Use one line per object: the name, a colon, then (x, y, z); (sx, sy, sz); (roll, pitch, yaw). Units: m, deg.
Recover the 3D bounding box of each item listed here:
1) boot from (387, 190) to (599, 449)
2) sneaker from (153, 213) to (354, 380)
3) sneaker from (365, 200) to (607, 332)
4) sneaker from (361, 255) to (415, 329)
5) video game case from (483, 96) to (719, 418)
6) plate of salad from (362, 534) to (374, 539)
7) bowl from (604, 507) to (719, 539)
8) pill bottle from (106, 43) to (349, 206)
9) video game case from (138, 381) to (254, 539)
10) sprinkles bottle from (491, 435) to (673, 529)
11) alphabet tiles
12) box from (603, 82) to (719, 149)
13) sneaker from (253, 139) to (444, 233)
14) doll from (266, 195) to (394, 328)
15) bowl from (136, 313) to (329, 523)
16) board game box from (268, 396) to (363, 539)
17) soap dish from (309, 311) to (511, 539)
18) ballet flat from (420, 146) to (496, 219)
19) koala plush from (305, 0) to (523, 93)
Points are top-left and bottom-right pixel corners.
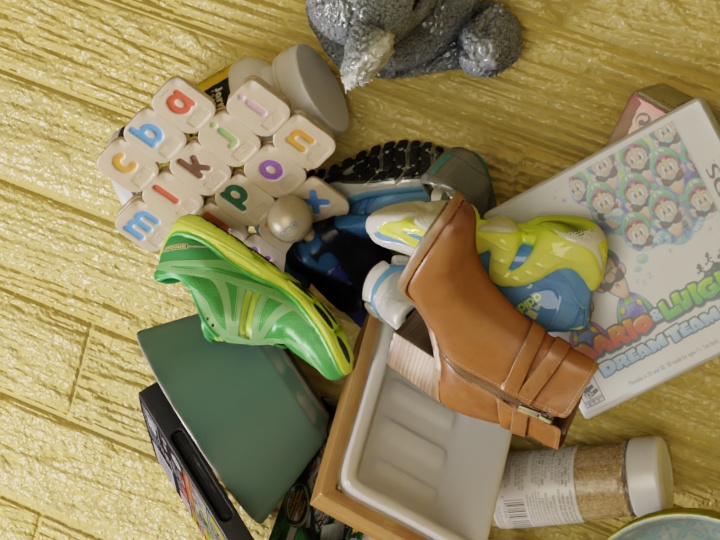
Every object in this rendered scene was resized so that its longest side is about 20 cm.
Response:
boot: (0.106, 0.039, 1.394); (0.154, 0.074, 0.201); (27, 144, 15)
sneaker: (-0.088, 0.035, 1.575); (0.199, 0.074, 0.084); (36, 93, 17)
sneaker: (0.093, 0.006, 1.460); (0.198, 0.076, 0.106); (8, 106, 28)
sneaker: (0.099, 0.054, 1.532); (0.198, 0.087, 0.076); (16, 106, -20)
video game case: (0.219, -0.007, 1.458); (0.199, 0.024, 0.183); (-28, 87, 23)
plate of salad: (0.036, 0.286, 1.691); (0.199, 0.048, 0.202); (14, 112, 37)
bowl: (0.282, 0.284, 1.579); (0.198, 0.108, 0.202); (4, 102, 18)
pill bottle: (-0.114, -0.115, 1.643); (0.199, 0.112, 0.113); (-27, 90, 21)
video game case: (-0.134, 0.204, 1.653); (0.025, 0.200, 0.182); (-30, 73, -12)
sprinkles bottle: (0.167, 0.186, 1.623); (0.198, 0.068, 0.069); (-8, 97, 20)
alphabet tiles: (-0.115, -0.075, 1.592); (0.195, 0.015, 0.200); (34, 122, -22)
box: (0.234, -0.038, 1.530); (0.108, 0.128, 0.201); (30, 107, 13)
sneaker: (0.005, -0.051, 1.648); (0.198, 0.079, 0.091); (-14, 116, 21)
doll: (0.000, 0.000, 1.610); (0.200, 0.049, 0.136); (38, 121, -22)
bowl: (-0.100, 0.110, 1.652); (0.105, 0.201, 0.202); (-34, 87, -2)
board game box: (-0.036, 0.227, 1.695); (0.105, 0.023, 0.202); (38, 114, 46)
soap dish: (0.046, 0.142, 1.570); (0.156, 0.201, 0.081); (29, 143, -18)
ballet flat: (0.098, -0.007, 1.584); (0.067, 0.064, 0.201); (8, 128, 48)
koala plush: (0.015, -0.226, 1.533); (0.182, 0.200, 0.179); (-12, 96, 20)
